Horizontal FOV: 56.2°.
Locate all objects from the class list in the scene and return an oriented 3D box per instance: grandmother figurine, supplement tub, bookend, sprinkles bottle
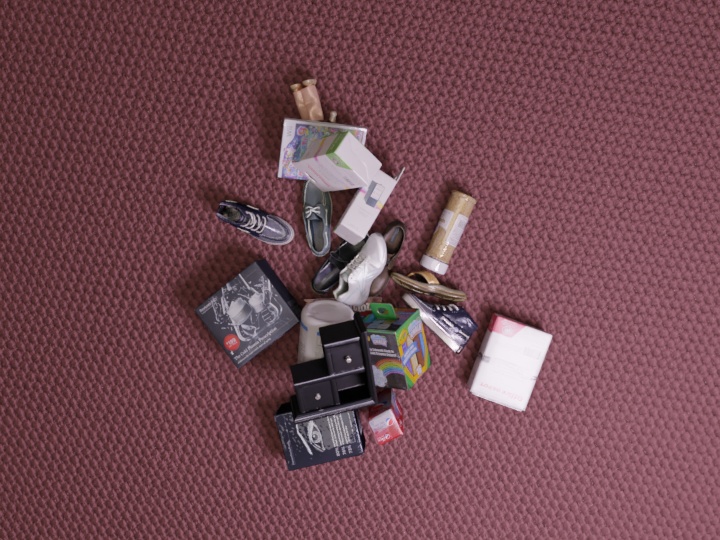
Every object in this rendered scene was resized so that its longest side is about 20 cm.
[{"bbox_3d":[-0.110,-0.360,1.649,0.120,0.060,0.202,-10,98,31],"label":"grandmother figurine"},{"bbox_3d":[-0.085,0.185,1.624,0.131,0.132,0.202,8,116,2],"label":"supplement tub"},{"bbox_3d":[-0.074,0.219,1.516,0.197,0.092,0.202,-12,117,-7],"label":"bookend"},{"bbox_3d":[0.215,-0.093,1.649,0.068,0.068,0.201,24,95,0],"label":"sprinkles bottle"}]

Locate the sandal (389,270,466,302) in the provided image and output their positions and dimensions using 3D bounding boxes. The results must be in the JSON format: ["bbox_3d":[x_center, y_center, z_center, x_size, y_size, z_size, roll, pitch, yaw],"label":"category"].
[{"bbox_3d":[0.168,0.031,1.661,0.198,0.080,0.054,14,78,-2],"label":"sandal"}]

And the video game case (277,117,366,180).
[{"bbox_3d":[-0.093,-0.284,1.618,0.198,0.018,0.144,4,118,-14],"label":"video game case"}]

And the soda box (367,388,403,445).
[{"bbox_3d":[0.061,0.347,1.624,0.063,0.200,0.070,-26,93,5],"label":"soda box"}]

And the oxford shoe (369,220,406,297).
[{"bbox_3d":[0.054,-0.028,1.653,0.072,0.084,0.202,20,97,-1],"label":"oxford shoe"}]

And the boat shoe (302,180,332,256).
[{"bbox_3d":[-0.107,-0.135,1.661,0.072,0.062,0.202,-4,94,4],"label":"boat shoe"}]

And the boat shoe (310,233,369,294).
[{"bbox_3d":[-0.048,-0.018,1.669,0.075,0.062,0.200,44,93,0],"label":"boat shoe"}]

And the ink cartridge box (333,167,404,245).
[{"bbox_3d":[0.019,-0.168,1.603,0.067,0.117,0.201,32,78,-6],"label":"ink cartridge box"}]

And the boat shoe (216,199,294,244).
[{"bbox_3d":[-0.262,-0.115,1.653,0.198,0.093,0.075,20,95,1],"label":"boat shoe"}]

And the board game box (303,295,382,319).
[{"bbox_3d":[-0.043,0.119,1.701,0.198,0.019,0.104,-2,93,3],"label":"board game box"}]

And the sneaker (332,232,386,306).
[{"bbox_3d":[0.000,0.000,1.614,0.080,0.070,0.201,6,117,-38],"label":"sneaker"}]

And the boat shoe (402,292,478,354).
[{"bbox_3d":[0.199,0.106,1.663,0.200,0.075,0.093,45,87,-8],"label":"boat shoe"}]

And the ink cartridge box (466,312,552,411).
[{"bbox_3d":[0.364,0.224,1.661,0.145,0.085,0.202,20,93,1],"label":"ink cartridge box"}]

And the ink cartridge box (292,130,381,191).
[{"bbox_3d":[-0.059,-0.247,1.559,0.117,0.199,0.068,41,69,-28],"label":"ink cartridge box"}]

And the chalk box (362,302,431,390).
[{"bbox_3d":[0.073,0.163,1.606,0.124,0.124,0.202,2,113,34],"label":"chalk box"}]

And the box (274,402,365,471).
[{"bbox_3d":[-0.099,0.394,1.682,0.198,0.104,0.149,-12,94,4],"label":"box"}]

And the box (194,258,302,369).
[{"bbox_3d":[-0.268,0.104,1.657,0.200,0.104,0.183,-38,89,8],"label":"box"}]
